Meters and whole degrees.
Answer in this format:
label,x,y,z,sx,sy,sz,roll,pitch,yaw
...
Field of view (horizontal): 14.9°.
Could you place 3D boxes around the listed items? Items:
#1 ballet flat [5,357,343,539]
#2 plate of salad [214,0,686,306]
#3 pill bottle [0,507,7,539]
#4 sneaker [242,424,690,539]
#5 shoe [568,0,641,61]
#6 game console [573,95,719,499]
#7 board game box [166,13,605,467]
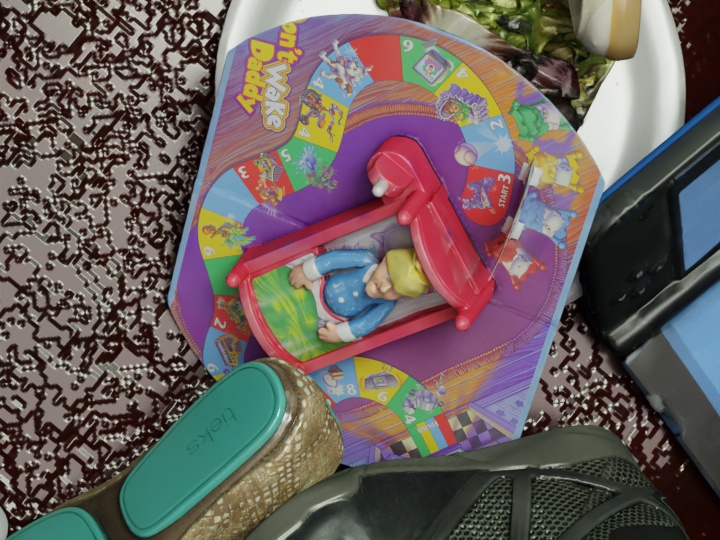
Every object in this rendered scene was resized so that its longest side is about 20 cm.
label,x,y,z,sx,sy,sz,roll,pitch,yaw
ballet flat,-0.085,0.113,1.100,0.200,0.071,0.065,-36,140,16
plate of salad,0.040,-0.073,1.134,0.199,0.048,0.202,0,91,-9
pill bottle,-0.240,0.066,1.061,0.200,0.109,0.109,45,84,-6
sneaker,0.043,0.125,1.054,0.198,0.114,0.077,-11,122,-25
shoe,0.077,-0.171,1.111,0.053,0.070,0.201,-8,64,0
game console,0.200,-0.012,1.128,0.200,0.171,0.118,-39,69,-7
board game box,0.000,0.000,1.076,0.157,0.039,0.201,22,120,9
